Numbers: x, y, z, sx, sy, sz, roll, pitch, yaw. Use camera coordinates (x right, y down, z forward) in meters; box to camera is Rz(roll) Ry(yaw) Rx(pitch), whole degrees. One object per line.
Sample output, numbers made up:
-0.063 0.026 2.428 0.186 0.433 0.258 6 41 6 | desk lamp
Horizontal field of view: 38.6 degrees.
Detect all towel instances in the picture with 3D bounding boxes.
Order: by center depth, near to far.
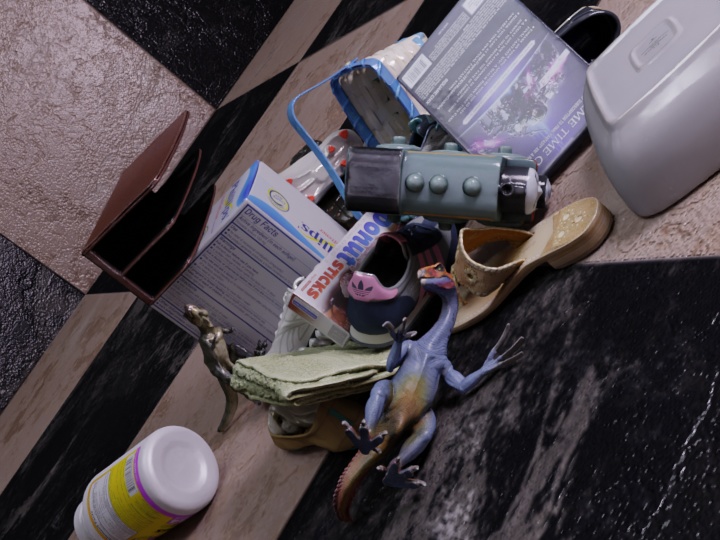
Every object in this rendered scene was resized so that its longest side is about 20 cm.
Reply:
-0.037 0.096 0.996 0.200 0.147 0.037 175 86 -68 | towel

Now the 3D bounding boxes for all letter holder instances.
-0.224 -0.083 1.211 0.142 0.100 0.201 -41 22 23 | letter holder

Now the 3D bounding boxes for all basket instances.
0.028 -0.177 1.255 0.200 0.177 0.139 -40 14 -27 | basket

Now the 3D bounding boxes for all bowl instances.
0.261 -0.162 0.841 0.200 0.074 0.200 -45 20 25 | bowl

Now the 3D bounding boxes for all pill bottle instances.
-0.262 0.269 1.223 0.200 0.104 0.105 -37 24 37 | pill bottle

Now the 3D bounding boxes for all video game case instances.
0.142 -0.182 1.021 0.143 0.019 0.200 -48 64 17 | video game case

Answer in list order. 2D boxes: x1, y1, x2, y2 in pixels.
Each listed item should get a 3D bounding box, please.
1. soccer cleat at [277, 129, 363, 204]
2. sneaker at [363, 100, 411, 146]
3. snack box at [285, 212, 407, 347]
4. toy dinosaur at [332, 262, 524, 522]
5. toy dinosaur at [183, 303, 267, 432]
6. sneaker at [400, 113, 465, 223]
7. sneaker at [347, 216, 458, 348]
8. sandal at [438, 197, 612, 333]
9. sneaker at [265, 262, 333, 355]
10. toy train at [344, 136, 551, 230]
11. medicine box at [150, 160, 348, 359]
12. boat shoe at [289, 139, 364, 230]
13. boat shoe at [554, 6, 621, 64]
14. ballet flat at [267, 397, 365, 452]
-0.076 -0.109 1.324 0.200 0.070 0.078 -40 5 -18 | soccer cleat
0.052 -0.205 1.393 0.201 0.076 0.092 -55 15 -11 | sneaker
0.000 0.000 1.067 0.200 0.072 0.024 -50 -8 -50 | snack box
0.035 0.086 0.878 0.200 0.105 0.182 -39 19 39 | toy dinosaur
-0.153 0.117 1.228 0.087 0.202 0.048 6 34 26 | toy dinosaur
0.099 -0.137 1.102 0.199 0.087 0.078 -36 17 -5 | sneaker
0.046 -0.014 1.006 0.069 0.083 0.201 10 40 21 | sneaker
0.120 -0.019 0.913 0.211 0.069 0.078 -34 26 42 | sandal
-0.058 0.054 1.145 0.200 0.081 0.075 -42 1 42 | sneaker
0.075 -0.078 0.955 0.114 0.198 0.086 -19 -65 -75 | toy train
-0.122 0.006 1.246 0.200 0.182 0.103 -42 22 25 | medicine box
-0.029 -0.109 1.404 0.075 0.074 0.200 -36 39 2 | boat shoe
0.192 -0.191 1.047 0.200 0.075 0.062 -47 9 -2 | boat shoe
-0.057 0.143 1.040 0.199 0.063 0.069 -16 43 60 | ballet flat
